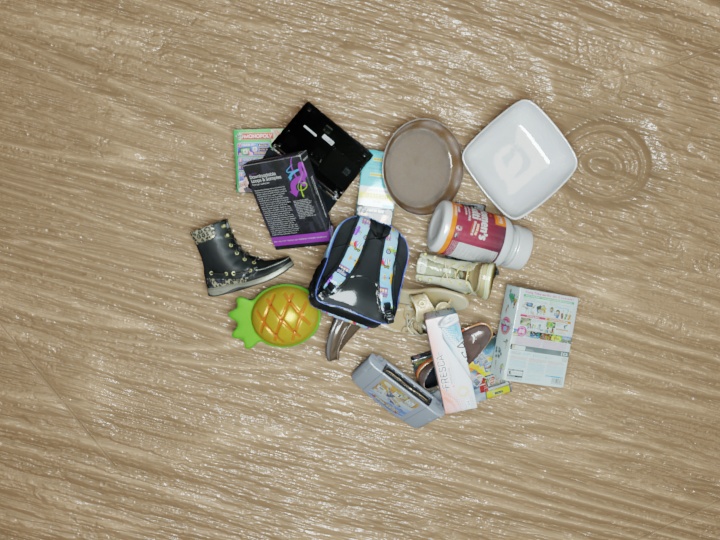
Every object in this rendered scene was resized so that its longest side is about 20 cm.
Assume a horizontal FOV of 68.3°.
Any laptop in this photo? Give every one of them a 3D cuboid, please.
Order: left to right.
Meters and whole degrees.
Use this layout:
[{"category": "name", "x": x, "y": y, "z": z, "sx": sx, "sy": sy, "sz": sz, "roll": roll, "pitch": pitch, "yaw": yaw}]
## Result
[{"category": "laptop", "x": -0.107, "y": -0.212, "z": 1.122, "sx": 0.177, "sy": 0.103, "sz": 0.200, "roll": 38, "pitch": 76, "yaw": -5}]

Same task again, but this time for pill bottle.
[{"category": "pill bottle", "x": 0.249, "y": -0.070, "z": 1.108, "sx": 0.199, "sy": 0.110, "sz": 0.110, "roll": 14, "pitch": 97, "yaw": -10}]

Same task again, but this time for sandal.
[{"category": "sandal", "x": 0.122, "y": 0.077, "z": 1.129, "sx": 0.210, "sy": 0.078, "sz": 0.070, "roll": 11, "pitch": 58, "yaw": 25}]

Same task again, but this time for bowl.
[{"category": "bowl", "x": 0.332, "y": -0.232, "z": 1.131, "sx": 0.199, "sy": 0.075, "sz": 0.200, "roll": -41, "pitch": 95, "yaw": 4}]

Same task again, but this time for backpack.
[{"category": "backpack", "x": 0.000, "y": 0.000, "z": 1.082, "sx": 0.182, "sy": 0.135, "sz": 0.201, "roll": 19, "pitch": 74, "yaw": -11}]

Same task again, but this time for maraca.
[{"category": "maraca", "x": -0.185, "y": 0.102, "z": 1.150, "sx": 0.199, "sy": 0.107, "sz": 0.138, "roll": -10, "pitch": 90, "yaw": 1}]

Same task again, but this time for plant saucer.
[{"category": "plant saucer", "x": 0.129, "y": -0.217, "z": 1.123, "sx": 0.199, "sy": 0.032, "sz": 0.202, "roll": -5, "pitch": 102, "yaw": -24}]

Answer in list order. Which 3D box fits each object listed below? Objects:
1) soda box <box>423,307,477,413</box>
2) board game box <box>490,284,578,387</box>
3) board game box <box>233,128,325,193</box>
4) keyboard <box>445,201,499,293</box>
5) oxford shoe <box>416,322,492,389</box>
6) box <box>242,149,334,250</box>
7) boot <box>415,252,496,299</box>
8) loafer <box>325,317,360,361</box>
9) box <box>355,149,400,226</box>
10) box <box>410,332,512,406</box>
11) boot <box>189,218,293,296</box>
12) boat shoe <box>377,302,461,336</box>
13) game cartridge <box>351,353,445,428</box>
[{"category": "soda box", "x": 0.181, "y": 0.182, "z": 1.073, "sx": 0.068, "sy": 0.064, "sz": 0.201, "roll": -13, "pitch": 97, "yaw": 4}, {"category": "board game box", "x": 0.380, "y": 0.143, "z": 1.160, "sx": 0.147, "sy": 0.064, "sz": 0.201, "roll": 10, "pitch": 92, "yaw": -13}, {"category": "board game box", "x": -0.171, "y": -0.238, "z": 1.148, "sx": 0.198, "sy": 0.029, "sz": 0.136, "roll": -1, "pitch": 96, "yaw": 0}, {"category": "keyboard", "x": 0.255, "y": -0.047, "z": 1.180, "sx": 0.126, "sy": 0.021, "sz": 0.201, "roll": 6, "pitch": 98, "yaw": -1}, {"category": "oxford shoe", "x": 0.209, "y": 0.190, "z": 1.143, "sx": 0.200, "sy": 0.073, "sz": 0.071, "roll": -42, "pitch": 94, "yaw": 4}, {"category": "box", "x": -0.144, "y": -0.141, "z": 1.098, "sx": 0.142, "sy": 0.036, "sz": 0.201, "roll": -3, "pitch": 122, "yaw": 26}, {"category": "boot", "x": 0.190, "y": 0.006, "z": 1.084, "sx": 0.154, "sy": 0.200, "sz": 0.073, "roll": 16, "pitch": 86, "yaw": 5}, {"category": "loafer", "x": -0.024, "y": 0.112, "z": 1.169, "sx": 0.071, "sy": 0.073, "sz": 0.201, "roll": 19, "pitch": 97, "yaw": -2}, {"category": "box", "x": 0.033, "y": -0.155, "z": 1.150, "sx": 0.082, "sy": 0.049, "sz": 0.201, "roll": 7, "pitch": 97, "yaw": -1}, {"category": "box", "x": 0.228, "y": 0.235, "z": 1.204, "sx": 0.199, "sy": 0.038, "sz": 0.137, "roll": -17, "pitch": 96, "yaw": 2}, {"category": "boot", "x": -0.260, "y": -0.040, "z": 1.145, "sx": 0.202, "sy": 0.073, "sz": 0.155, "roll": -17, "pitch": 99, "yaw": 9}, {"category": "boat shoe", "x": 0.123, "y": 0.109, "z": 1.175, "sx": 0.198, "sy": 0.065, "sz": 0.072, "roll": 2, "pitch": 97, "yaw": -1}, {"category": "game cartridge", "x": 0.077, "y": 0.269, "z": 1.166, "sx": 0.200, "sy": 0.133, "sz": 0.042, "roll": 37, "pitch": 51, "yaw": 1}]
